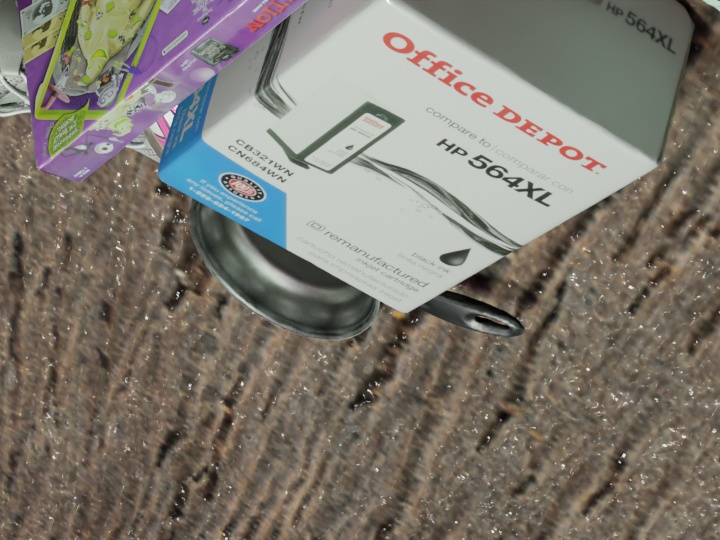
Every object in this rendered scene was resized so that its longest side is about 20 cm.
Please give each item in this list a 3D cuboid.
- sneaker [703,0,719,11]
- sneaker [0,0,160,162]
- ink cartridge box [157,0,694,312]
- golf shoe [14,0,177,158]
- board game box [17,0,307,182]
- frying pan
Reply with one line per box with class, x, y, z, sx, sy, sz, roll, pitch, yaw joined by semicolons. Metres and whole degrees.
sneaker;0.161;-0.152;0.935;0.118;0.074;0.200;29;149;2
sneaker;-0.156;-0.096;1.294;0.200;0.082;0.075;31;146;11
ink cartridge box;0.025;-0.076;1.111;0.146;0.084;0.200;29;148;-20
golf shoe;-0.076;-0.099;1.217;0.200;0.073;0.092;40;149;-11
board game box;-0.077;-0.137;1.096;0.032;0.120;0.200;22;138;-38
frying pan;-0.009;-0.013;1.303;0.190;0.031;0.115;-5;128;42
